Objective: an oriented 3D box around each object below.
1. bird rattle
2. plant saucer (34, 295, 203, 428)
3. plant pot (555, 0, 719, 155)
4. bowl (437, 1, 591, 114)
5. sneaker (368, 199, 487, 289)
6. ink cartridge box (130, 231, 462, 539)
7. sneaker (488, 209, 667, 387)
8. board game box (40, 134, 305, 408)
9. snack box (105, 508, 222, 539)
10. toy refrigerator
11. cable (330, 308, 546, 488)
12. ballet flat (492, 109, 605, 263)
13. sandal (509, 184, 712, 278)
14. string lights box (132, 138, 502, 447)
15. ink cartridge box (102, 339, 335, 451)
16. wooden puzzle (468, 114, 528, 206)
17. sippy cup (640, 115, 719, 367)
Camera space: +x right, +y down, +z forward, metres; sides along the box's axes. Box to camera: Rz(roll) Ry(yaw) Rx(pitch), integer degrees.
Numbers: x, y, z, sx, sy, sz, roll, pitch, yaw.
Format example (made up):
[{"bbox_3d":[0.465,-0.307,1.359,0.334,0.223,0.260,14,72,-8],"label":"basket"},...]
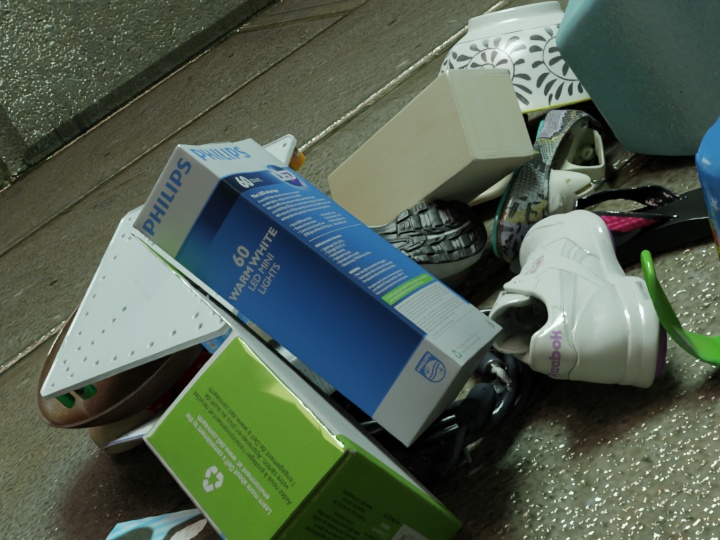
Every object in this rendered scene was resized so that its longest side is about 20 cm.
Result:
[{"bbox_3d":[-0.169,0.102,1.009,0.162,0.113,0.201,-37,31,18],"label":"bird rattle"},{"bbox_3d":[-0.177,0.051,0.930,0.199,0.037,0.202,-30,32,21],"label":"plant saucer"},{"bbox_3d":[0.270,-0.205,0.923,0.199,0.197,0.197,-30,18,31],"label":"plant pot"},{"bbox_3d":[0.151,-0.197,1.091,0.197,0.096,0.201,-11,7,1],"label":"bowl"},{"bbox_3d":[0.000,0.000,0.908,0.196,0.080,0.075,-5,55,-11],"label":"sneaker"},{"bbox_3d":[-0.056,0.086,0.630,0.076,0.148,0.199,-49,54,-3],"label":"ink cartridge box"},{"bbox_3d":[0.122,0.011,0.743,0.098,0.076,0.200,-2,19,-6],"label":"sneaker"},{"bbox_3d":[-0.140,0.002,0.888,0.198,0.026,0.202,-21,38,33],"label":"board game box"},{"bbox_3d":[-0.105,0.198,0.726,0.198,0.037,0.117,-18,25,32],"label":"snack box"},{"bbox_3d":[0.054,-0.085,0.957,0.069,0.077,0.200,-7,-17,-32],"label":"toy refrigerator"},{"bbox_3d":[0.028,0.082,0.788,0.198,0.051,0.163,-11,29,45],"label":"cable"},{"bbox_3d":[0.162,-0.075,0.943,0.071,0.073,0.201,-17,26,33],"label":"ballet flat"},{"bbox_3d":[0.196,-0.040,0.836,0.198,0.045,0.075,-20,23,28],"label":"sandal"},{"bbox_3d":[-0.021,0.004,0.669,0.059,0.199,0.103,-57,-12,18],"label":"string lights box"},{"bbox_3d":[-0.070,0.085,0.834,0.199,0.044,0.196,-34,5,-29],"label":"ink cartridge box"},{"bbox_3d":[0.067,-0.089,1.126,0.198,0.038,0.185,-23,18,22],"label":"wooden puzzle"},{"bbox_3d":[0.246,-0.028,0.618,0.177,0.131,0.139,-37,22,-18],"label":"sippy cup"}]
